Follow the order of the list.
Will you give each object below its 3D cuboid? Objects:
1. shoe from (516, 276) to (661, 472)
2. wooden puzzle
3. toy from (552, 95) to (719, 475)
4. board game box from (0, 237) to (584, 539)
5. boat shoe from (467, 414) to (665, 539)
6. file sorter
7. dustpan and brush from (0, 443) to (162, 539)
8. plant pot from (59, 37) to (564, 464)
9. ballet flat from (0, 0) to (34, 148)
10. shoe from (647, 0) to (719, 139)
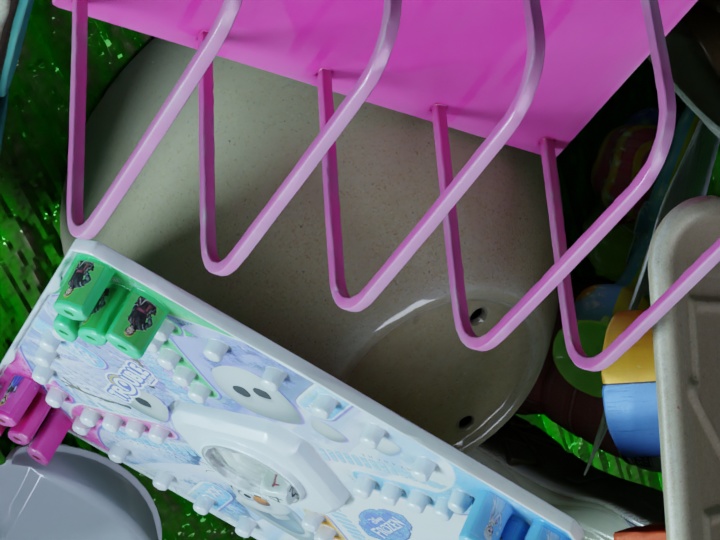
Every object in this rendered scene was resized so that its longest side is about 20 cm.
[{"bbox_3d":[0.142,0.018,1.043,0.200,0.091,0.072,-36,135,-45],"label":"shoe"},{"bbox_3d":[0.130,0.078,0.845,0.185,0.046,0.202,4,87,-66],"label":"wooden puzzle"},{"bbox_3d":[0.114,-0.024,0.941,0.047,0.200,0.116,17,129,8],"label":"toy"},{"bbox_3d":[-0.040,0.075,0.851,0.026,0.199,0.200,-63,-172,-22],"label":"board game box"},{"bbox_3d":[0.065,0.108,0.977,0.075,0.199,0.072,3,109,-53],"label":"boat shoe"},{"bbox_3d":[0.018,-0.062,0.726,0.199,0.126,0.139,15,140,-24],"label":"file sorter"},{"bbox_3d":[-0.113,0.141,1.013,0.199,0.057,0.140,20,113,-35],"label":"dustpan and brush"},{"bbox_3d":[0.000,0.000,0.883,0.199,0.135,0.201,-17,135,-18],"label":"plant pot"},{"bbox_3d":[-0.148,-0.065,0.796,0.062,0.068,0.201,14,121,-7],"label":"ballet flat"},{"bbox_3d":[0.140,-0.099,0.869,0.070,0.053,0.200,-28,107,33],"label":"shoe"}]
